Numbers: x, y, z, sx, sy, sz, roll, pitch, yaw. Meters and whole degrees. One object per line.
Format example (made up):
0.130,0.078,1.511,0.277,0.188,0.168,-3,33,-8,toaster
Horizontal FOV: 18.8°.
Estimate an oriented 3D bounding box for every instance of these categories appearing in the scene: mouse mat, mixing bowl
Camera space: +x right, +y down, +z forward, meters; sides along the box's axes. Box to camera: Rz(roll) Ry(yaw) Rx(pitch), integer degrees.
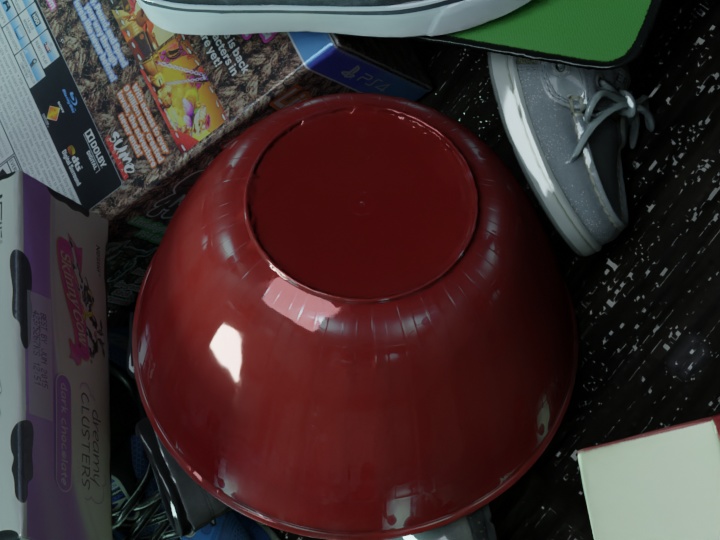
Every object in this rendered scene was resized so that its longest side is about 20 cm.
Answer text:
0.075,-0.177,0.955,0.160,0.008,0.201,13,64,23,mouse mat
0.000,0.000,0.915,0.199,0.109,0.201,1,58,-2,mixing bowl

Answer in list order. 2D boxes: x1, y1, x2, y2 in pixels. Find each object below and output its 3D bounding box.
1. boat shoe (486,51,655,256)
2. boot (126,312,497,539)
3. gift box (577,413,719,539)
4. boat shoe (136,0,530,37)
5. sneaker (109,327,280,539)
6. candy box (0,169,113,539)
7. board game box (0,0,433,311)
0.095,-0.107,0.957,0.064,0.074,0.203,-14,66,22,boat shoe
-0.024,0.096,0.957,0.131,0.070,0.201,-16,58,-15,boot
0.182,0.145,0.800,0.184,0.200,0.188,-18,75,30,gift box
-0.009,-0.145,0.915,0.199,0.068,0.072,0,59,16,boat shoe
-0.098,0.116,1.016,0.078,0.089,0.201,-36,69,19,sneaker
-0.209,0.066,0.967,0.199,0.071,0.169,-16,64,24,candy box
-0.095,-0.104,1.045,0.200,0.097,0.160,-34,68,20,board game box
